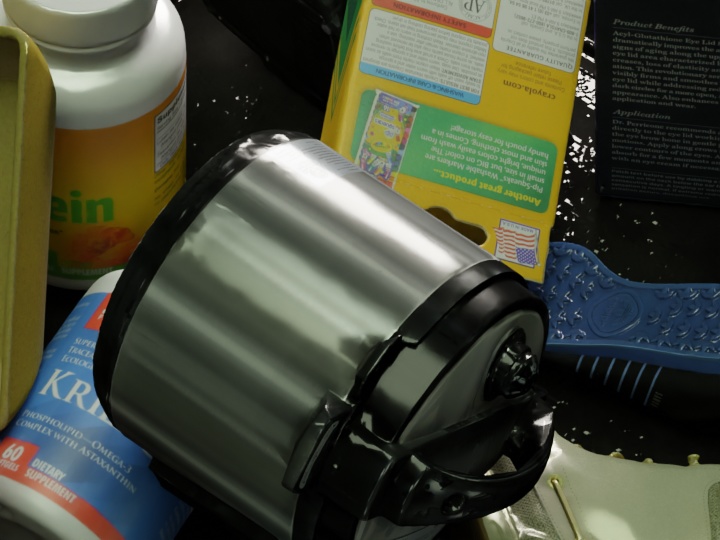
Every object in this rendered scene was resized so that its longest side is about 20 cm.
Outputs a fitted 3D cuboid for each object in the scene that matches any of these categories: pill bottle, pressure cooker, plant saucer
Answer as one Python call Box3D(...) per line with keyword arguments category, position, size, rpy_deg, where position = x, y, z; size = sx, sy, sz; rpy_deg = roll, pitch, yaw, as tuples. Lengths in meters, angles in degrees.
Box3D(category="pill bottle", position=(-0.149, -0.094, 1.538), size=(0.110, 0.201, 0.112), rpy_deg=(2, 49, -2))
Box3D(category="pill bottle", position=(-0.118, 0.070, 1.485), size=(0.112, 0.113, 0.201), rpy_deg=(22, 61, 19))
Box3D(category="pressure cooker", position=(-0.006, 0.050, 1.347), size=(0.199, 0.179, 0.176), rpy_deg=(33, 64, 19))
Box3D(category="plant saucer", position=(-0.222, -0.029, 1.484), size=(0.199, 0.048, 0.202), rpy_deg=(9, 97, 44))

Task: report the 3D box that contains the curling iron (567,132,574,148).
Box3D(category="curling iron", position=(0.046, -0.012, 1.577), size=(0.200, 0.026, 0.049), rpy_deg=(-41, 55, -19))

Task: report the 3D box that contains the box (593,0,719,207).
Box3D(category="box", position=(0.185, -0.149, 1.550), size=(0.104, 0.200, 0.149), rpy_deg=(6, 56, 9))

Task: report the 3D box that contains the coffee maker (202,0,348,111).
Box3D(category="coffee maker", position=(0.029, -0.191, 1.656), size=(0.200, 0.135, 0.192), rpy_deg=(-41, 88, -19))

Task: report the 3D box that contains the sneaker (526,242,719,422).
Box3D(category="sneaker", position=(0.144, 0.041, 1.513), size=(0.199, 0.078, 0.070), rpy_deg=(14, 58, 40))

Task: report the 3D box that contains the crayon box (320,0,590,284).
Box3D(category="crayon box", position=(0.048, -0.092, 1.531), size=(0.125, 0.052, 0.201), rpy_deg=(15, 67, -11))

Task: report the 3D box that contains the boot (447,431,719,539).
Box3D(category="boot", position=(0.122, 0.109, 1.460), size=(0.154, 0.072, 0.201), rpy_deg=(-2, 37, -8))
